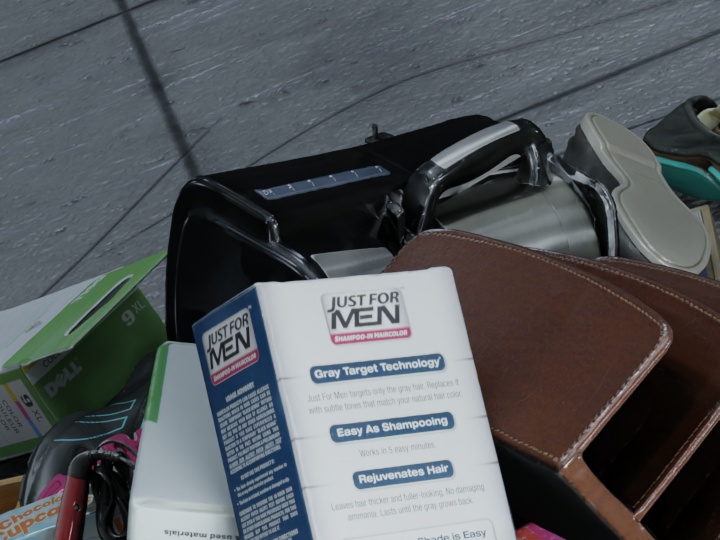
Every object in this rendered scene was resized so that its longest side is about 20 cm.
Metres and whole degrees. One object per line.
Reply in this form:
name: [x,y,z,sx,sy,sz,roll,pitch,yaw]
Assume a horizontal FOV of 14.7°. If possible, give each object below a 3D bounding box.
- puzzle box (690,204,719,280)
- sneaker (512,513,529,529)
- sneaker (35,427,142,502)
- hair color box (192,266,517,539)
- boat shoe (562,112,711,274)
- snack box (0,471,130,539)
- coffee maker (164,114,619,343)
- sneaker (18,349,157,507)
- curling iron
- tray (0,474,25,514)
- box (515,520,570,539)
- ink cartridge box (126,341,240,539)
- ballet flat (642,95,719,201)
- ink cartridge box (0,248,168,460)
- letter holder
puzzle box: [0.144,0.034,1.571,0.133,0.025,0.200,-17,26,10]
sneaker: [0.136,0.116,1.363,0.200,0.078,0.077,-19,32,2]
sneaker: [-0.078,0.124,1.482,0.200,0.088,0.074,-22,29,-25]
hair color box: [0.006,0.104,1.154,0.100,0.200,0.061,-4,-15,-34]
boat shoe: [0.151,-0.025,1.598,0.057,0.067,0.200,-61,18,20]
snack box: [-0.107,0.157,1.413,0.200,0.116,0.037,-21,25,1]
coffee maker: [0.000,0.000,1.432,0.200,0.135,0.192,-14,9,-36]
sneaker: [-0.120,0.102,1.579,0.079,0.075,0.200,1,34,34]
curling iron: [-0.140,0.180,1.353,0.050,0.200,0.026,15,-5,9]
tray: [-0.238,0.190,1.540,0.099,0.037,0.200,-14,26,16]
box: [0.118,0.188,1.210,0.103,0.095,0.200,-28,27,-16]
ink cartridge box: [-0.065,0.156,1.280,0.083,0.200,0.147,5,28,-2]
ballet flat: [0.228,-0.064,1.636,0.068,0.068,0.200,-51,30,0]
ink cartridge box: [-0.181,0.057,1.665,0.200,0.059,0.104,-19,20,49]
letter holder: [0.102,0.036,1.245,0.142,0.101,0.200,-50,33,-10]
